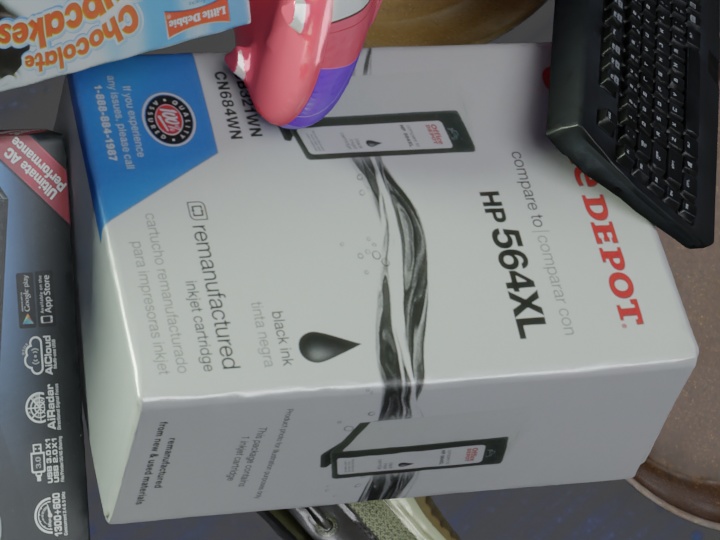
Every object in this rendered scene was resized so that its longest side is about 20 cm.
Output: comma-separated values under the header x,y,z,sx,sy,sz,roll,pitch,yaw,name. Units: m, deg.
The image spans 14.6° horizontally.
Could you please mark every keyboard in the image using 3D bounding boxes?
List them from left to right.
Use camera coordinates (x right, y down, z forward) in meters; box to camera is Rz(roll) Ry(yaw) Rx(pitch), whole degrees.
x,y,z,sx,sy,sz,roll,pitch,yaw,name
0.102,-0.106,1.024,0.104,0.040,0.201,32,39,-23,keyboard

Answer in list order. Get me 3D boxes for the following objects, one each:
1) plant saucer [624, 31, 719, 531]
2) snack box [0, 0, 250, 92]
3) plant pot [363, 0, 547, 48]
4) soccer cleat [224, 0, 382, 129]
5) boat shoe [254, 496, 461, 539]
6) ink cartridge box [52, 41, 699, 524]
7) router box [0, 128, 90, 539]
x,y,z,sx,sy,sz,roll,pitch,yaw,name
0.153,0.005,1.133,0.199,0.034,0.202,1,87,-26,plant saucer
-0.151,-0.085,0.945,0.199,0.116,0.037,-18,113,-24,snack box
0.006,-0.179,1.074,0.199,0.027,0.201,1,87,-26,plant pot
-0.003,-0.135,0.992,0.076,0.067,0.201,19,56,-29,soccer cleat
0.006,0.118,1.043,0.066,0.072,0.201,-36,98,-16,boat shoe
0.000,0.000,0.988,0.199,0.084,0.147,-4,56,-18,ink cartridge box
-0.173,0.053,0.960,0.149,0.062,0.201,-4,90,-24,router box
